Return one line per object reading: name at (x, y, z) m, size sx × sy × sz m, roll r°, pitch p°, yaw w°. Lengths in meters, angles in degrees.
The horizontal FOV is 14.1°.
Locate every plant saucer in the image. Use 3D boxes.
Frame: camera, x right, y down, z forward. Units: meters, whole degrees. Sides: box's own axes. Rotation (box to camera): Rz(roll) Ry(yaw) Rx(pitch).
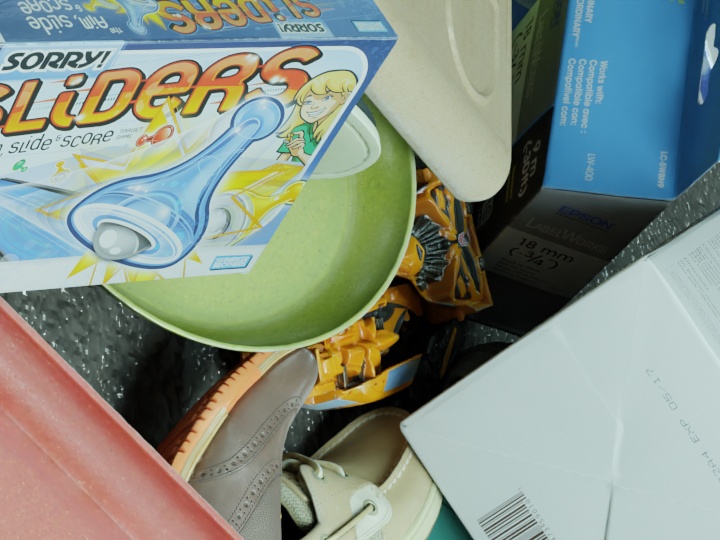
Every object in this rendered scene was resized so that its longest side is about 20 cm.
plant saucer at (-0.067, -0.055, 1.234) m, size 0.200 × 0.031 × 0.200 m, roll 16°, pitch 61°, yaw -30°
plant saucer at (-0.132, 0.124, 1.057) m, size 0.200 × 0.037 × 0.200 m, roll 45°, pitch 40°, yaw -5°

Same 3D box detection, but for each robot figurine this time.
robot figurine at (0.000, 0.000, 1.362) m, size 0.200 × 0.058 × 0.145 m, roll -19°, pitch 96°, yaw -59°

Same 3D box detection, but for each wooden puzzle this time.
wooden puzzle at (0.020, -0.153, 1.265) m, size 0.185 × 0.046 × 0.200 m, roll 45°, pitch 46°, yaw -56°

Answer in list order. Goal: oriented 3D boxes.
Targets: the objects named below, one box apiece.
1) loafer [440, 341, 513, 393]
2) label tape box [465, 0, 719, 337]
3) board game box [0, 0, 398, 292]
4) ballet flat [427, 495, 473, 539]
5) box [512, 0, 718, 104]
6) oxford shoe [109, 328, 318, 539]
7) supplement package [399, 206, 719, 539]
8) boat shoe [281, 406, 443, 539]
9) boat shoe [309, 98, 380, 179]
loafer at (0.083, 0.135, 1.456) m, size 0.070 × 0.070 × 0.200 m, roll -21°, pitch 90°, yaw -64°
label tape box at (0.110, -0.075, 1.441) m, size 0.063 × 0.200 × 0.144 m, roll 19°, pitch 57°, yaw -15°
board game box at (-0.097, -0.050, 1.092) m, size 0.200 × 0.135 × 0.034 m, roll -6°, pitch 51°, yaw -41°
ballet flat at (0.076, 0.157, 1.395) m, size 0.200 × 0.070 × 0.065 m, roll 46°, pitch 28°, yaw -5°
box at (0.128, -0.147, 1.562) m, size 0.048 × 0.122 × 0.200 m, roll -38°, pitch 114°, yaw -61°
oxford shoe at (-0.060, 0.104, 1.199) m, size 0.073 × 0.071 × 0.200 m, roll 38°, pitch 50°, yaw -4°
supplement package at (0.149, 0.073, 1.362) m, size 0.152 × 0.151 × 0.200 m, roll 56°, pitch 26°, yaw 3°
boat shoe at (-0.024, 0.112, 1.281) m, size 0.200 × 0.072 × 0.065 m, roll -49°, pitch 124°, yaw -47°
boat shoe at (-0.072, -0.101, 1.183) m, size 0.199 × 0.074 × 0.066 m, roll 22°, pitch 53°, yaw -27°
